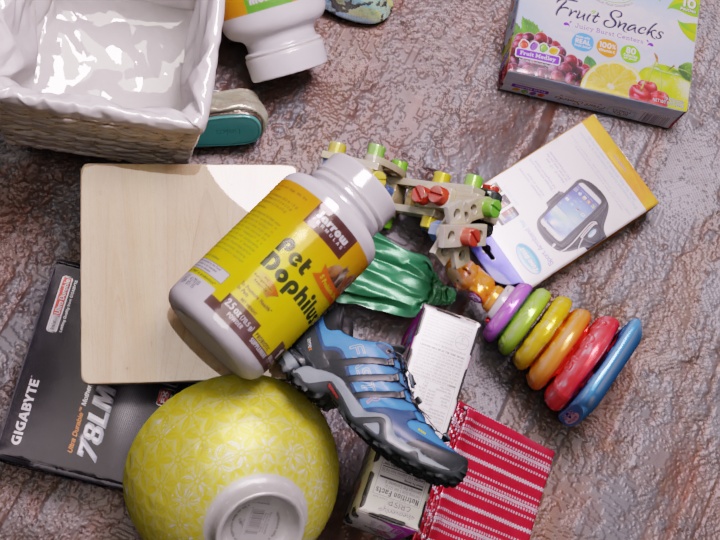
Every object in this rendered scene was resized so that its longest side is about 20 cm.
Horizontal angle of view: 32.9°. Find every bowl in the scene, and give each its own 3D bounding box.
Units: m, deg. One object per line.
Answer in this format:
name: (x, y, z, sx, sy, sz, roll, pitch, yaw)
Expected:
bowl: (-0.101, 0.202, 1.072, 0.200, 0.108, 0.201, -8, 113, -19)

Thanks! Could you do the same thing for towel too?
towel: (0.113, 0.241, 1.151, 0.144, 0.022, 0.201, 31, 70, -34)

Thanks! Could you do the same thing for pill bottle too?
pill bottle: (-0.064, -0.009, 1.064, 0.109, 0.109, 0.200, 43, 76, 5)
pill bottle: (-0.099, -0.299, 1.236, 0.111, 0.111, 0.201, -19, 103, -13)

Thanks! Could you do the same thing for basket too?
basket: (-0.232, -0.214, 1.124, 0.198, 0.161, 0.201, 8, 78, -10)

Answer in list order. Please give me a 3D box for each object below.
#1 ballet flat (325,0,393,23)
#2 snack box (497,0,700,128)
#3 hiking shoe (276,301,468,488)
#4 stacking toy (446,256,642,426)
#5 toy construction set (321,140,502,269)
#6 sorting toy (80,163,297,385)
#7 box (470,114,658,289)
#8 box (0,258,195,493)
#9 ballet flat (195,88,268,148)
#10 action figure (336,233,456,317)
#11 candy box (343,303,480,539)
ballet flat: (-0.051, -0.335, 1.301, 0.200, 0.074, 0.074, 31, 73, 1)
snack box: (0.260, -0.248, 1.328, 0.199, 0.053, 0.143, 12, 72, -4)
hiking shoe: (0.020, 0.105, 1.046, 0.200, 0.074, 0.087, 36, 80, 21)
stacking toy: (0.165, 0.052, 1.202, 0.200, 0.116, 0.110, 37, 73, 6)
toy construction set: (0.061, -0.069, 1.195, 0.200, 0.131, 0.092, 31, 97, 43)
sorting toy: (-0.158, 0.006, 1.138, 0.198, 0.070, 0.201, 0, 80, -10)
box: (0.198, -0.063, 1.276, 0.200, 0.041, 0.119, -32, 81, -12)
box: (-0.223, 0.109, 1.165, 0.198, 0.050, 0.201, 16, 72, -4)
ballet flat: (-0.195, -0.154, 1.244, 0.199, 0.068, 0.062, -3, 47, -12)
action figure: (0.000, 0.000, 1.220, 0.199, 0.055, 0.118, 18, 73, 2)
candy box: (0.047, 0.146, 1.145, 0.061, 0.136, 0.201, 20, 74, -1)
